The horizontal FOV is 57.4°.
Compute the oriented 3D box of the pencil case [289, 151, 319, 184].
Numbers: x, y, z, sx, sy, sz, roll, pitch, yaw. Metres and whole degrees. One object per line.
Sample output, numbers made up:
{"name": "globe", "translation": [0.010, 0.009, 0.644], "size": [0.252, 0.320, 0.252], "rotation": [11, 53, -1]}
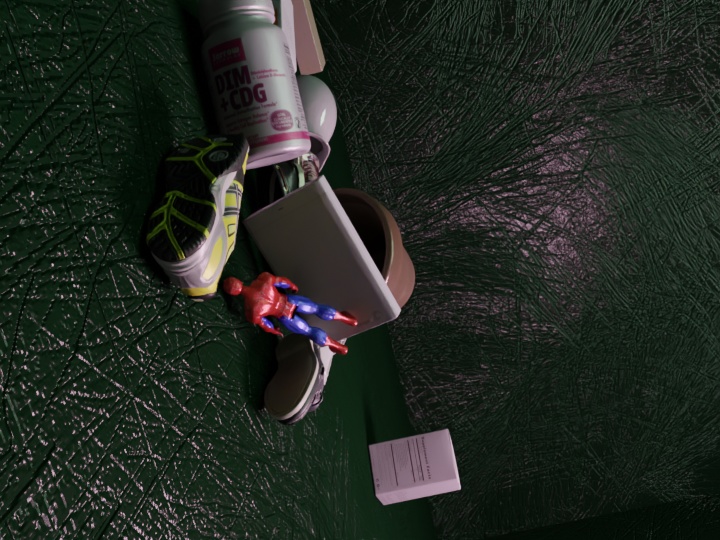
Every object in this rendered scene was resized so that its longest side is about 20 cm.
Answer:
{"name": "pencil case", "translation": [-0.099, -0.109, 1.114], "size": [0.090, 0.076, 0.204], "rotation": [110, -25, -58]}

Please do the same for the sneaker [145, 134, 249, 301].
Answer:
{"name": "sneaker", "translation": [-0.146, -0.057, 0.612], "size": [0.202, 0.073, 0.078], "rotation": [-81, 168, -47]}

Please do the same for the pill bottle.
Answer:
{"name": "pill bottle", "translation": [-0.137, -0.239, 0.829], "size": [0.113, 0.111, 0.205], "rotation": [-51, 127, -83]}

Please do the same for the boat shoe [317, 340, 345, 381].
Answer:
{"name": "boat shoe", "translation": [-0.052, 0.101, 1.088], "size": [0.204, 0.084, 0.076], "rotation": [-97, 172, -49]}

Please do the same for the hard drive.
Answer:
{"name": "hard drive", "translation": [-0.050, -0.006, 0.853], "size": [0.202, 0.130, 0.026], "rotation": [59, 30, -14]}

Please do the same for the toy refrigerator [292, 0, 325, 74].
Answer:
{"name": "toy refrigerator", "translation": [-0.156, -0.640, 1.770], "size": [0.077, 0.068, 0.203], "rotation": [-82, 159, -56]}

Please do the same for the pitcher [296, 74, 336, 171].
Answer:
{"name": "pitcher", "translation": [-0.109, -0.256, 1.246], "size": [0.173, 0.118, 0.203], "rotation": [115, -22, -46]}

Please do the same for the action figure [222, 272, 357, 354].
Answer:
{"name": "action figure", "translation": [-0.085, 0.048, 0.776], "size": [0.199, 0.051, 0.067], "rotation": [30, 82, -48]}

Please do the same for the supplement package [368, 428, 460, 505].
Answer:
{"name": "supplement package", "translation": [0.130, 0.469, 1.568], "size": [0.122, 0.195, 0.122], "rotation": [69, 10, -59]}

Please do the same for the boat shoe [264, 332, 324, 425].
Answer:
{"name": "boat shoe", "translation": [-0.075, 0.145, 0.826], "size": [0.067, 0.073, 0.200], "rotation": [63, 1, -19]}

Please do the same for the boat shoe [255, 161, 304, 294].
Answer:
{"name": "boat shoe", "translation": [-0.116, -0.055, 0.935], "size": [0.062, 0.073, 0.207], "rotation": [0, 86, -48]}

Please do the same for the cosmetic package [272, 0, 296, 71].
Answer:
{"name": "cosmetic package", "translation": [-0.155, -0.372, 0.999], "size": [0.072, 0.099, 0.203], "rotation": [70, 9, -47]}

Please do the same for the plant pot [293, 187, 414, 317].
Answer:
{"name": "plant pot", "translation": [0.000, 0.000, 1.003], "size": [0.174, 0.197, 0.205], "rotation": [26, 49, -57]}
